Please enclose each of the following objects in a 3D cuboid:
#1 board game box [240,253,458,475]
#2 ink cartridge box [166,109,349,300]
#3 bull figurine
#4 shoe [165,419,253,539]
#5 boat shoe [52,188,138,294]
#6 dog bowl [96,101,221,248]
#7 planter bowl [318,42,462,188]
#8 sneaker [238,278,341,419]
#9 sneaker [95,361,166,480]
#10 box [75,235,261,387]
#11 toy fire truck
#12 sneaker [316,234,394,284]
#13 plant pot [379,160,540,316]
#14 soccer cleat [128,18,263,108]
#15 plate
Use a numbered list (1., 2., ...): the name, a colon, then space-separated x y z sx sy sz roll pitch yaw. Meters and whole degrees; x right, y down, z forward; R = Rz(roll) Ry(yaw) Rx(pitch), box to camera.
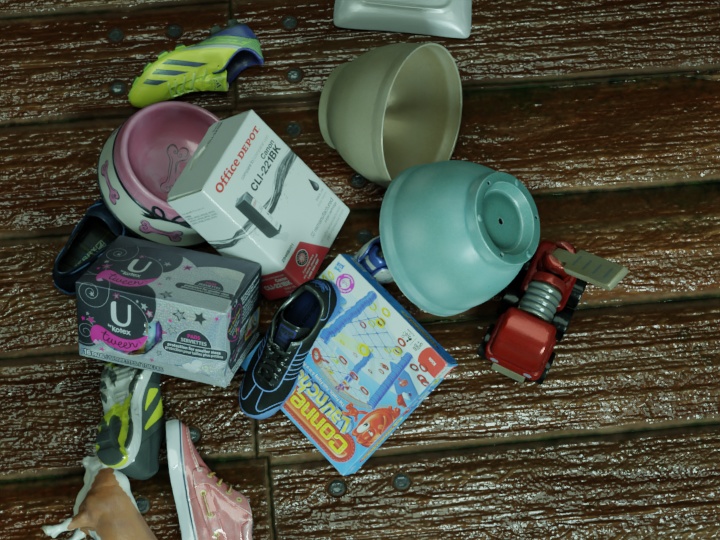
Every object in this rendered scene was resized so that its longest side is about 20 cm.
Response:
1. board game box: -0.016 0.118 1.687 0.200 0.056 0.196 45 100 13
2. ink cartridge box: -0.129 -0.083 1.711 0.200 0.083 0.145 44 55 -26
3. bull figurine: -0.310 0.322 1.645 0.121 0.065 0.200 -35 73 -8
4. shoe: -0.185 0.278 1.662 0.090 0.072 0.201 -11 77 -7
5. boat shoe: -0.331 -0.054 1.770 0.084 0.069 0.201 27 72 7
6. dog bowl: -0.242 -0.135 1.763 0.199 0.074 0.201 10 62 -19
7. planter bowl: 0.030 -0.211 1.784 0.134 0.200 0.201 15 69 32
8. sneaker: -0.097 0.095 1.641 0.070 0.078 0.201 32 97 15
9. sneaker: -0.285 0.177 1.696 0.074 0.085 0.201 -13 48 22
10. box: -0.238 0.048 1.670 0.199 0.115 0.132 11 31 12
11. toy fire truck: 0.243 0.042 1.682 0.128 0.200 0.177 25 72 8
12. sneaker: 0.000 0.000 1.751 0.200 0.088 0.075 -37 78 -12
13. plant pot: 0.142 -0.053 1.697 0.199 0.134 0.202 13 70 -40
14. soccer cleat: -0.226 -0.273 1.851 0.199 0.065 0.084 -31 77 -12
15. plate: 0.067 -0.437 1.932 0.198 0.032 0.201 5 70 1
